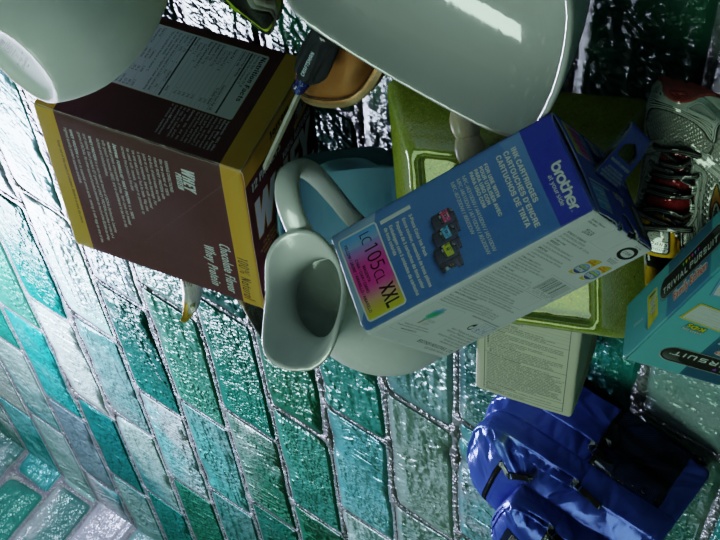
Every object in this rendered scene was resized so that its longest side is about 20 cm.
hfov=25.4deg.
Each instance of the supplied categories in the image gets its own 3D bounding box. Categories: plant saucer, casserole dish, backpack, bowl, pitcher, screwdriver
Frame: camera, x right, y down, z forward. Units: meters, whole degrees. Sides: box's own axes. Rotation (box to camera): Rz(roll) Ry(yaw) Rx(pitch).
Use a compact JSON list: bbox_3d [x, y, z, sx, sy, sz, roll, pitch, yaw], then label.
[{"bbox_3d":[0.113,-0.033,1.162,0.198,0.048,0.201,7,126,19],"label":"plant saucer"},{"bbox_3d":[-0.013,-0.043,1.401,0.120,0.039,0.201,-7,143,-4],"label":"casserole dish"},{"bbox_3d":[0.190,0.191,1.462,0.200,0.168,0.163,38,151,12],"label":"backpack"},{"bbox_3d":[0.050,-0.185,0.957,0.199,0.075,0.200,31,157,9],"label":"bowl"},{"bbox_3d":[-0.206,-0.221,1.258,0.121,0.200,0.172,41,158,-5],"label":"pitcher"},{"bbox_3d":[0.000,0.000,1.324,0.120,0.173,0.199,-11,170,33],"label":"pitcher"},{"bbox_3d":[-0.053,-0.129,1.209,0.029,0.028,0.200,17,149,-15],"label":"screwdriver"}]

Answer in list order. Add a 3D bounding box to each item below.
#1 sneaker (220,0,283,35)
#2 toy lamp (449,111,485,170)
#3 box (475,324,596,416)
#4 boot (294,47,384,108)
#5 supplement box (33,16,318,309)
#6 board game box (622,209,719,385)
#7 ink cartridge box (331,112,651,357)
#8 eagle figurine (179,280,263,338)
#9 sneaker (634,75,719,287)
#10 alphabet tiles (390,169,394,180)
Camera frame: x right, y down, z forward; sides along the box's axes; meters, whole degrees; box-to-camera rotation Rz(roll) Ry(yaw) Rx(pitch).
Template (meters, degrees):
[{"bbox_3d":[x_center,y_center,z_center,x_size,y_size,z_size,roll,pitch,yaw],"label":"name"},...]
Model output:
[{"bbox_3d":[-0.082,-0.239,1.210,0.075,0.077,0.200,35,175,6],"label":"sneaker"},{"bbox_3d":[0.063,-0.150,1.072,0.058,0.058,0.202,7,112,52],"label":"toy lamp"},{"bbox_3d":[0.149,0.033,1.321,0.094,0.078,0.201,18,152,12],"label":"box"},{"bbox_3d":[-0.018,-0.207,1.168,0.199,0.074,0.155,-15,124,49],"label":"boot"},{"bbox_3d":[-0.154,-0.101,1.415,0.198,0.133,0.198,18,147,16],"label":"supplement box"},{"bbox_3d":[0.282,0.018,1.046,0.150,0.047,0.200,16,150,-10],"label":"board game box"},{"bbox_3d":[0.101,-0.025,1.029,0.136,0.199,0.077,21,-135,-64],"label":"ink cartridge box"},{"bbox_3d":[-0.151,-0.011,1.695,0.198,0.152,0.152,15,-152,-17],"label":"eagle figurine"},{"bbox_3d":[0.222,-0.050,1.075,0.077,0.082,0.201,24,152,31],"label":"sneaker"},{"bbox_3d":[0.077,-0.014,1.446,0.199,0.015,0.196,29,155,22],"label":"alphabet tiles"}]
